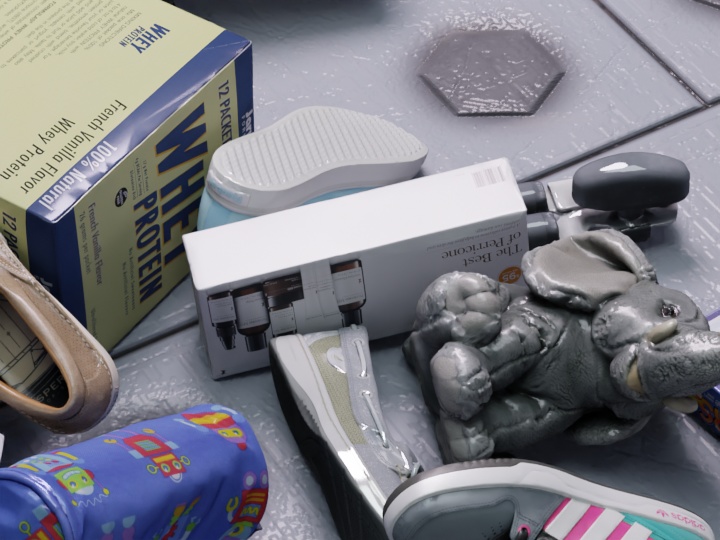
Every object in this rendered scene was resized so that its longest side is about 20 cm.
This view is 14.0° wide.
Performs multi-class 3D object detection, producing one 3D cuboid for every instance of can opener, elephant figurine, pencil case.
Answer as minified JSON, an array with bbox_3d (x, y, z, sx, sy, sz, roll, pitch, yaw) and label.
[{"bbox_3d":[0.102,-0.039,1.799,0.199,0.067,0.053,-12,46,-6],"label":"can opener"},{"bbox_3d":[0.135,0.047,1.660,0.199,0.142,0.156,-14,60,-5],"label":"elephant figurine"},{"bbox_3d":[-0.129,0.128,1.562,0.078,0.087,0.200,41,26,21],"label":"pencil case"}]

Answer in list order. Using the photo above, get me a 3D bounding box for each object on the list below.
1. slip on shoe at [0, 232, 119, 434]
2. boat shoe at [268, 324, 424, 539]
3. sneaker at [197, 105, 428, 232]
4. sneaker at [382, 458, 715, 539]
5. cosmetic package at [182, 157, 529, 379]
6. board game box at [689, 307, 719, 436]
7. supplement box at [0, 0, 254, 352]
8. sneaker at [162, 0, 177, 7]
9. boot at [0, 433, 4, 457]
[{"bbox_3d":[-0.222,0.018,1.639,0.200,0.061,0.076,44,99,9],"label":"slip on shoe"},{"bbox_3d":[0.007,0.101,1.644,0.064,0.075,0.202,-18,39,-12],"label":"boat shoe"},{"bbox_3d":[-0.037,-0.046,1.804,0.074,0.082,0.199,38,31,27],"label":"sneaker"},{"bbox_3d":[0.110,0.175,1.534,0.199,0.084,0.121,12,40,-22],"label":"sneaker"},{"bbox_3d":[0.000,0.000,1.728,0.199,0.083,0.051,-14,49,-6],"label":"cosmetic package"},{"bbox_3d":[0.291,0.048,1.722,0.199,0.035,0.135,-27,50,-26],"label":"board game box"},{"bbox_3d":[-0.197,-0.072,1.779,0.199,0.135,0.200,25,49,24],"label":"supplement box"},{"bbox_3d":[-0.166,-0.169,1.942,0.072,0.073,0.201,4,48,-39],"label":"sneaker"},{"bbox_3d":[-0.255,0.087,1.606,0.095,0.074,0.200,25,10,-18],"label":"boot"}]
